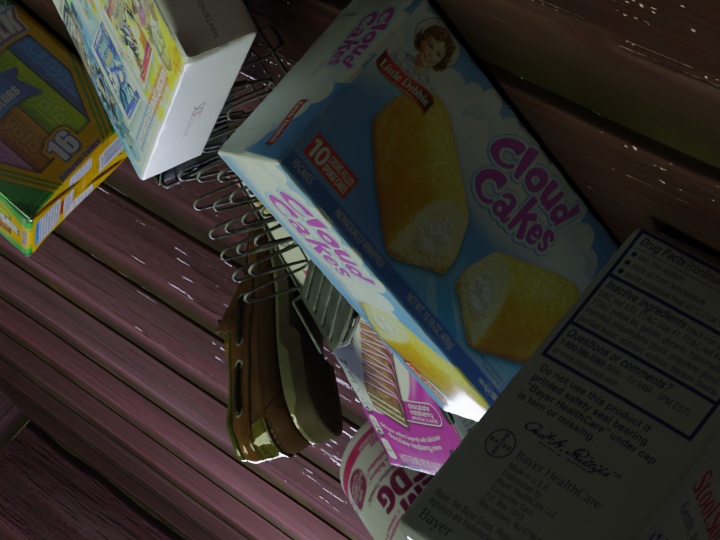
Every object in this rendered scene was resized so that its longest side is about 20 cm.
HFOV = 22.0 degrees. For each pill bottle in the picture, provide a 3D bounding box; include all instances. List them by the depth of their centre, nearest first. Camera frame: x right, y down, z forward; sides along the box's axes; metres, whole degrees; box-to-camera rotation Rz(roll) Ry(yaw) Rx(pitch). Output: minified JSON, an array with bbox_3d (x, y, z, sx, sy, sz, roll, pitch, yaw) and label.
[{"bbox_3d":[0.074,0.193,1.360,0.200,0.113,0.113,53,177,46],"label":"pill bottle"}]

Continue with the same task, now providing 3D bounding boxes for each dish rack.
[{"bbox_3d":[-0.057,-0.051,1.053,0.200,0.055,0.153,58,155,28],"label":"dish rack"}]

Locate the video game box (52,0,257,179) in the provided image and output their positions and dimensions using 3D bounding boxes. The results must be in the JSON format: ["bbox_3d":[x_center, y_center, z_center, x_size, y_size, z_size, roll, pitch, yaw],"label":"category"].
[{"bbox_3d":[-0.125,-0.160,0.960,0.182,0.047,0.200,66,163,7],"label":"video game box"}]

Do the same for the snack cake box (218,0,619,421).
[{"bbox_3d":[0.037,-0.029,0.933,0.200,0.115,0.067,49,163,-27],"label":"snack cake box"}]

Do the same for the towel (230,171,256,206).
[{"bbox_3d":[0.000,0.000,1.281,0.200,0.023,0.144,25,157,47],"label":"towel"}]

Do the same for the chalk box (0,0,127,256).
[{"bbox_3d":[-0.288,-0.130,1.423,0.200,0.124,0.124,41,165,2],"label":"chalk box"}]

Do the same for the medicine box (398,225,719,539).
[{"bbox_3d":[0.137,0.115,0.924,0.103,0.200,0.182,31,162,33],"label":"medicine box"}]

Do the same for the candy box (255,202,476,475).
[{"bbox_3d":[0.025,0.028,1.123,0.200,0.061,0.136,63,159,-12],"label":"candy box"}]

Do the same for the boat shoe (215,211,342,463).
[{"bbox_3d":[-0.062,0.035,1.186,0.072,0.068,0.200,54,-160,-39],"label":"boat shoe"}]
